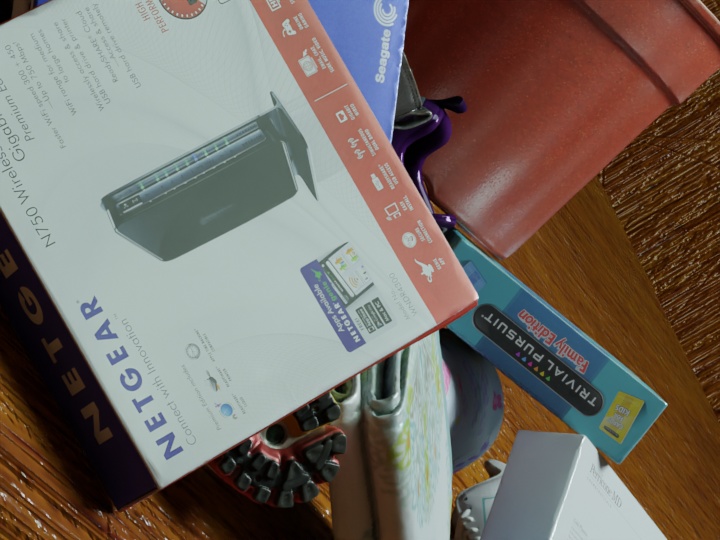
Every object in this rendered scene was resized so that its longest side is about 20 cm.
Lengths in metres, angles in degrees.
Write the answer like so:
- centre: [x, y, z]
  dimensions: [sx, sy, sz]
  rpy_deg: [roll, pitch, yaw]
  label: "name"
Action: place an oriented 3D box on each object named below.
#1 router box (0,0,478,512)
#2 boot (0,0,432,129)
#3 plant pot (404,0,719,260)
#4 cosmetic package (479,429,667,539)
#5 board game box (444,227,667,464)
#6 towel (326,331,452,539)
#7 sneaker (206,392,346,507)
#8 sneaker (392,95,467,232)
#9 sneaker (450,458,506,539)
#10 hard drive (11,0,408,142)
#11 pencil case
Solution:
- centre: [-0.072, -0.028, 1.201]
  dimensions: [0.201, 0.179, 0.049]
  rpy_deg: [59, -31, 1]
  label: "router box"
- centre: [-0.073, -0.116, 1.402]
  dimensions: [0.200, 0.174, 0.069]
  rpy_deg: [58, -6, -27]
  label: "boot"
- centre: [0.098, -0.125, 1.757]
  dimensions: [0.201, 0.195, 0.201]
  rpy_deg: [41, 3, -2]
  label: "plant pot"
- centre: [0.128, 0.207, 1.637]
  dimensions: [0.200, 0.051, 0.151]
  rpy_deg: [51, 54, -45]
  label: "cosmetic package"
- centre: [0.099, 0.040, 1.693]
  dimensions: [0.151, 0.047, 0.200]
  rpy_deg: [39, 3, -3]
  label: "board game box"
- centre: [0.013, 0.097, 1.391]
  dimensions: [0.172, 0.048, 0.201]
  rpy_deg: [-79, 165, -57]
  label: "towel"
- centre: [-0.094, 0.025, 1.265]
  dimensions: [0.200, 0.078, 0.082]
  rpy_deg: [53, -15, -17]
  label: "sneaker"
- centre: [0.000, 0.000, 1.465]
  dimensions: [0.074, 0.087, 0.201]
  rpy_deg: [18, 80, -69]
  label: "sneaker"
- centre: [0.085, 0.176, 1.723]
  dimensions: [0.080, 0.071, 0.200]
  rpy_deg: [22, 23, 7]
  label: "sneaker"
- centre: [-0.070, -0.097, 1.330]
  dimensions: [0.199, 0.025, 0.133]
  rpy_deg: [11, 84, -33]
  label: "hard drive"
- centre: [0.024, 0.067, 1.650]
  dimensions: [0.200, 0.083, 0.091]
  rpy_deg: [32, 48, -71]
  label: "pencil case"
